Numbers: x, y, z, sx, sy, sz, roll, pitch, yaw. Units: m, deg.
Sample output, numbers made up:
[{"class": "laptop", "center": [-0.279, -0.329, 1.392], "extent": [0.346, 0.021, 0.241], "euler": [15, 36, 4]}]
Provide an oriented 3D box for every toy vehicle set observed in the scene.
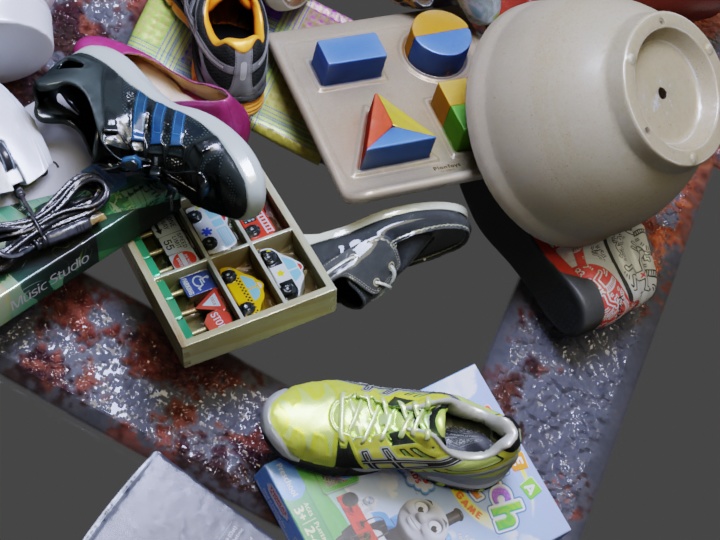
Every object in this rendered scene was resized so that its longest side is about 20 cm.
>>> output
[{"class": "toy vehicle set", "center": [-0.116, -0.026, 1.301], "extent": [0.123, 0.027, 0.201], "euler": [-21, 54, -17]}]

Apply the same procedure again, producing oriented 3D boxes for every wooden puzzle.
[{"class": "wooden puzzle", "center": [0.039, -0.148, 1.391], "extent": [0.184, 0.047, 0.201], "euler": [-12, 54, -23]}]

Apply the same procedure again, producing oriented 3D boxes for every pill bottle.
[{"class": "pill bottle", "center": [-0.299, -0.256, 1.344], "extent": [0.113, 0.114, 0.202], "euler": [-4, 67, -20]}]

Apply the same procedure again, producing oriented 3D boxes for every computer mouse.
[{"class": "computer mouse", "center": [-0.269, -0.088, 1.258], "extent": [0.109, 0.044, 0.200], "euler": [-27, 55, -20]}]

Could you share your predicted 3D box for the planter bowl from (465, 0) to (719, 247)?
[{"class": "planter bowl", "center": [0.199, -0.126, 1.331], "extent": [0.199, 0.134, 0.202], "euler": [7, 78, -38]}]

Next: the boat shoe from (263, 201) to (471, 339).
[{"class": "boat shoe", "center": [0.000, 0.000, 1.348], "extent": [0.198, 0.072, 0.068], "euler": [-17, 63, -16]}]

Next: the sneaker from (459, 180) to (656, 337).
[{"class": "sneaker", "center": [0.167, -0.044, 1.435], "extent": [0.107, 0.067, 0.202], "euler": [-19, 69, -35]}]

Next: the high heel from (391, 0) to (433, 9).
[{"class": "high heel", "center": [0.015, -0.312, 1.412], "extent": [0.071, 0.201, 0.143], "euler": [-30, 57, -8]}]

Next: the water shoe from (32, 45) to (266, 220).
[{"class": "water shoe", "center": [-0.156, -0.087, 1.241], "extent": [0.199, 0.072, 0.079], "euler": [35, 49, 24]}]

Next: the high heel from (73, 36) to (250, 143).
[{"class": "high heel", "center": [-0.158, -0.146, 1.317], "extent": [0.067, 0.096, 0.200], "euler": [-30, 58, -23]}]

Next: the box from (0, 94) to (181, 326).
[{"class": "box", "center": [-0.254, -0.046, 1.274], "extent": [0.200, 0.037, 0.144], "euler": [-37, 59, -26]}]

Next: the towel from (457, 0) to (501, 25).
[{"class": "towel", "center": [0.065, -0.328, 1.448], "extent": [0.048, 0.172, 0.201], "euler": [-23, 43, 8]}]

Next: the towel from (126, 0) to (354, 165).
[{"class": "towel", "center": [-0.088, -0.181, 1.434], "extent": [0.199, 0.023, 0.145], "euler": [25, 61, -5]}]

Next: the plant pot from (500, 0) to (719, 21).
[{"class": "plant pot", "center": [0.228, -0.297, 1.510], "extent": [0.194, 0.201, 0.202], "euler": [-3, 66, -28]}]

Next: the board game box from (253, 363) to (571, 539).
[{"class": "board game box", "center": [0.041, 0.177, 1.300], "extent": [0.199, 0.037, 0.152], "euler": [-23, 74, -28]}]

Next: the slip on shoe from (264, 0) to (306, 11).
[{"class": "slip on shoe", "center": [-0.068, -0.298, 1.463], "extent": [0.060, 0.076, 0.201], "euler": [-2, 56, 17]}]

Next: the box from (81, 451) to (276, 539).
[{"class": "box", "center": [-0.103, 0.239, 1.157], "extent": [0.199, 0.148, 0.105], "euler": [38, 60, 1]}]

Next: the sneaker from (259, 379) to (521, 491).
[{"class": "sneaker", "center": [0.025, 0.111, 1.262], "extent": [0.198, 0.076, 0.076], "euler": [7, 64, -14]}]

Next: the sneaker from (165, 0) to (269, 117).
[{"class": "sneaker", "center": [-0.112, -0.221, 1.383], "extent": [0.078, 0.077, 0.201], "euler": [-9, 59, -19]}]
